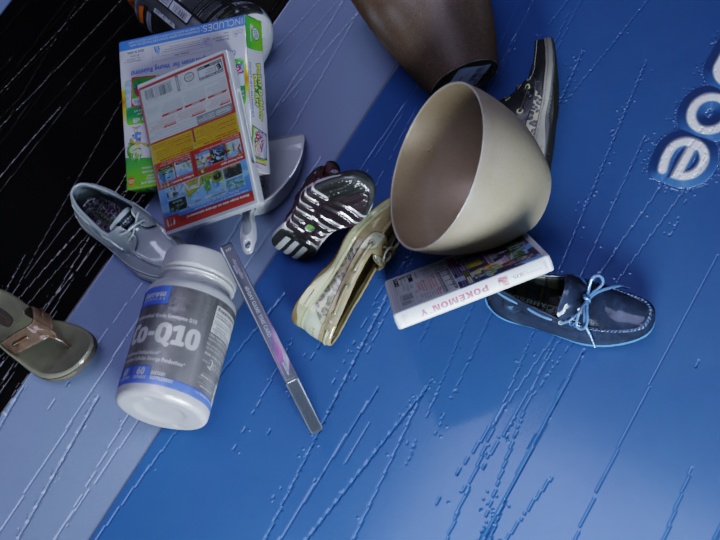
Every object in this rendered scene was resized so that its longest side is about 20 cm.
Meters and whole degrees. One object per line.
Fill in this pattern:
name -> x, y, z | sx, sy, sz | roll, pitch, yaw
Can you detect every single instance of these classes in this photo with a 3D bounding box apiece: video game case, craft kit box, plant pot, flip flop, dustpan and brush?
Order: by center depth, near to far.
video game case -> 0.119, 0.007, 1.636 | 0.182, 0.200, 0.023 | -21, 99, 2
video game case -> -0.103, 0.079, 1.661 | 0.019, 0.143, 0.200 | -26, 59, -4
plant pot -> 0.141, -0.103, 1.662 | 0.134, 0.200, 0.201 | 16, 58, -26
video game case -> -0.200, -0.158, 1.777 | 0.143, 0.017, 0.201 | -17, 79, 26
flip flop -> -0.417, 0.073, 1.790 | 0.200, 0.058, 0.081 | 28, 72, 25
dustpan and brush -> -0.137, -0.097, 1.812 | 0.139, 0.057, 0.201 | -9, 60, 9
craft kit box -> -0.213, -0.208, 1.819 | 0.199, 0.048, 0.199 | -6, 82, 28
plant pot -> 0.095, -0.327, 1.827 | 0.186, 0.187, 0.201 | -24, 72, 0

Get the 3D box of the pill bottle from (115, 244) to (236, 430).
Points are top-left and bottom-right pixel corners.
pill bottle -> -0.213, 0.078, 1.706 | 0.113, 0.114, 0.201 | 5, 63, 16

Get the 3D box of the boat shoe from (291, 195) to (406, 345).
boat shoe -> 0.000, 0.000, 1.727 | 0.063, 0.073, 0.200 | 36, 86, 21

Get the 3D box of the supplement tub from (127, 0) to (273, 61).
supplement tub -> -0.221, -0.345, 1.931 | 0.123, 0.123, 0.200 | -43, 61, -11

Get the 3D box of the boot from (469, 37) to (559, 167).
boot -> 0.168, -0.201, 1.784 | 0.153, 0.074, 0.204 | 3, 68, 14

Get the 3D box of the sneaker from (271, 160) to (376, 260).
sneaker -> -0.037, -0.101, 1.734 | 0.076, 0.200, 0.116 | 33, 54, -18

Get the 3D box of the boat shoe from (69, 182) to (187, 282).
boat shoe -> -0.297, -0.050, 1.819 | 0.200, 0.072, 0.070 | 31, 73, 26

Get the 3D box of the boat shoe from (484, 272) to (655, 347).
boat shoe -> 0.237, 0.043, 1.641 | 0.199, 0.069, 0.084 | 3, 63, 16
